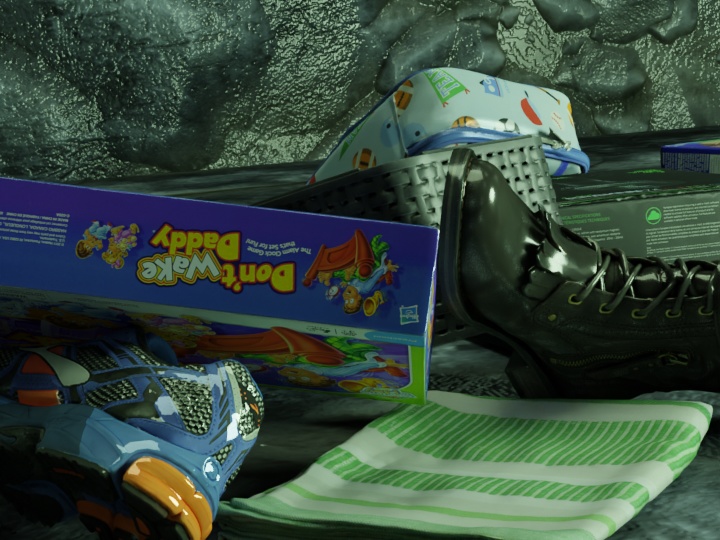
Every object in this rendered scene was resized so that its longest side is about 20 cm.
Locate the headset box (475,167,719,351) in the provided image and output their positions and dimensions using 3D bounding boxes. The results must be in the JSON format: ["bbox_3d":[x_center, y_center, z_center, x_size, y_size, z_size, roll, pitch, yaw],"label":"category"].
[{"bbox_3d":[0.151,-0.009,1.059,0.173,0.093,0.200,-6,7,-16],"label":"headset box"}]

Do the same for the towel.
[{"bbox_3d":[0.049,0.081,0.703,0.152,0.024,0.200,1,9,28],"label":"towel"}]

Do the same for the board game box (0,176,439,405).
[{"bbox_3d":[-0.068,0.011,0.721,0.199,0.045,0.135,6,-16,4],"label":"board game box"}]

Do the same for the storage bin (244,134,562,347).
[{"bbox_3d":[0.000,0.000,0.912,0.199,0.094,0.135,-14,-1,42],"label":"storage bin"}]

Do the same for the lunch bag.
[{"bbox_3d":[0.059,-0.058,1.194,0.160,0.076,0.200,10,-35,-37],"label":"lunch bag"}]

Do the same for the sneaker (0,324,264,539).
[{"bbox_3d":[-0.109,0.059,0.690,0.199,0.076,0.078,15,51,45],"label":"sneaker"}]

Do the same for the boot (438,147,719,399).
[{"bbox_3d":[0.138,0.006,0.762,0.173,0.070,0.200,-4,-33,27],"label":"boot"}]

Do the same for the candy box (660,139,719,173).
[{"bbox_3d":[0.394,-0.081,1.522,0.168,0.078,0.200,-9,10,-33],"label":"candy box"}]
